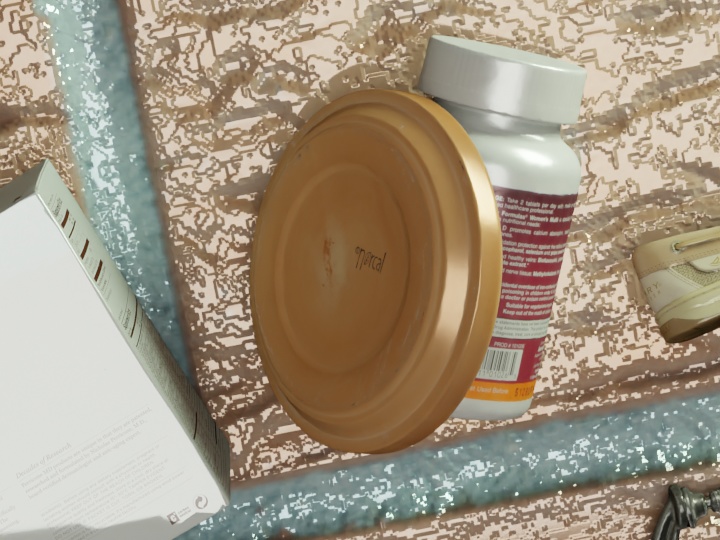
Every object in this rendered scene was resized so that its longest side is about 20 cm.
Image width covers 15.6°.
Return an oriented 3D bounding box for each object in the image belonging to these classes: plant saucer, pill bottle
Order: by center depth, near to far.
[{"bbox_3d":[0.000,0.000,1.437,0.032,0.200,0.201,4,101,-40],"label":"plant saucer"},{"bbox_3d":[0.063,-0.024,1.474,0.109,0.110,0.201,11,99,-6],"label":"pill bottle"}]

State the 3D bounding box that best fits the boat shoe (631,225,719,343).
[{"bbox_3d":[0.254,-0.024,1.507,0.199,0.071,0.065,-21,78,-12],"label":"boat shoe"}]

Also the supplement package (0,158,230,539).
[{"bbox_3d":[-0.202,0.077,1.453,0.191,0.147,0.200,-30,100,2],"label":"supplement package"}]

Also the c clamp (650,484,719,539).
[{"bbox_3d":[0.259,0.150,1.563,0.199,0.027,0.171,-17,105,-3],"label":"c clamp"}]
